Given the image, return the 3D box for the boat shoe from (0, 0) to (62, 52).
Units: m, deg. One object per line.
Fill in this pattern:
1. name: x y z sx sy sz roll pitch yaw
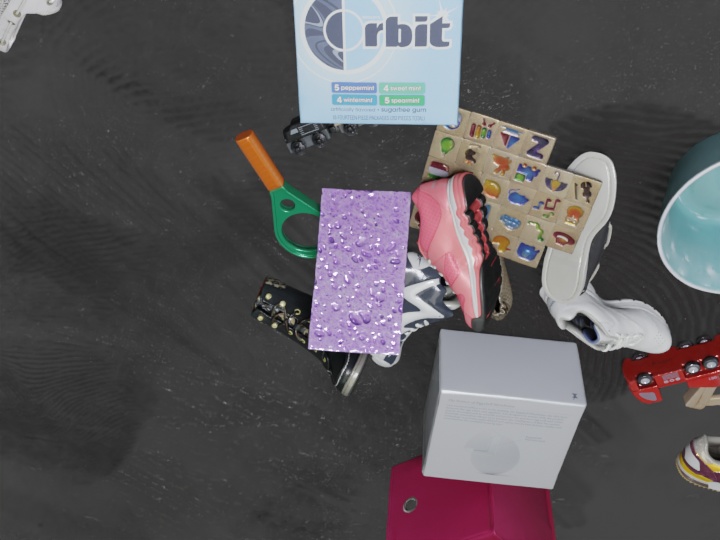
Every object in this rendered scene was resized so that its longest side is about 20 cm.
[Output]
1. boat shoe: -0.332 -0.294 0.838 0.200 0.071 0.069 -27 126 37

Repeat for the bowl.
1. bowl: 0.428 -0.081 0.930 0.200 0.105 0.201 3 133 3

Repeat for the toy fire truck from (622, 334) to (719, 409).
1. toy fire truck: 0.490 0.158 1.178 0.199 0.049 0.141 -19 128 21

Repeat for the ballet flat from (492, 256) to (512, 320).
1. ballet flat: 0.154 -0.010 1.057 0.067 0.046 0.201 -11 127 16

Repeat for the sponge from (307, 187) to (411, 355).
1. sponge: 0.000 0.000 0.998 0.111 0.201 0.030 4 171 2

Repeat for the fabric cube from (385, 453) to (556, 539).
1. fabric cube: 0.181 0.411 1.337 0.199 0.197 0.200 -29 123 28

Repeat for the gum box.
1. gum box: 0.019 -0.249 0.834 0.169 0.045 0.201 2 121 4

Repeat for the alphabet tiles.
1. alphabet tiles: 0.170 -0.092 0.967 0.199 0.008 0.168 19 124 6

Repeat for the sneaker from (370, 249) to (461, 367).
1. sneaker: 0.081 0.058 1.104 0.129 0.080 0.200 7 123 10

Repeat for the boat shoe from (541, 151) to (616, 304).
1. boat shoe: 0.271 -0.055 0.999 0.074 0.060 0.201 21 124 29

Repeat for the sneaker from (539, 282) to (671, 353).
1. sneaker: 0.328 0.076 1.094 0.199 0.087 0.075 20 129 -14

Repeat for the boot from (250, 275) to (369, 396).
1. boot: -0.069 0.082 1.071 0.153 0.204 0.074 25 105 -10

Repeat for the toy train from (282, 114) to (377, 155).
1. toy train: 0.000 -0.183 0.928 0.199 0.034 0.046 -18 118 20

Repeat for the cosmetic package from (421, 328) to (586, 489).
1. cosmetic package: 0.199 0.202 1.194 0.198 0.123 0.201 6 134 0

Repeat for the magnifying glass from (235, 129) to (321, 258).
1. magnifying glass: -0.094 -0.091 1.029 0.079 0.022 0.200 -17 130 20

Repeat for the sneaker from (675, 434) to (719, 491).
1. sneaker: 0.603 0.307 1.285 0.199 0.075 0.090 12 137 -6

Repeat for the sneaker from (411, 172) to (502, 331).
1. sneaker: 0.114 -0.022 0.993 0.086 0.074 0.201 -1 114 30
